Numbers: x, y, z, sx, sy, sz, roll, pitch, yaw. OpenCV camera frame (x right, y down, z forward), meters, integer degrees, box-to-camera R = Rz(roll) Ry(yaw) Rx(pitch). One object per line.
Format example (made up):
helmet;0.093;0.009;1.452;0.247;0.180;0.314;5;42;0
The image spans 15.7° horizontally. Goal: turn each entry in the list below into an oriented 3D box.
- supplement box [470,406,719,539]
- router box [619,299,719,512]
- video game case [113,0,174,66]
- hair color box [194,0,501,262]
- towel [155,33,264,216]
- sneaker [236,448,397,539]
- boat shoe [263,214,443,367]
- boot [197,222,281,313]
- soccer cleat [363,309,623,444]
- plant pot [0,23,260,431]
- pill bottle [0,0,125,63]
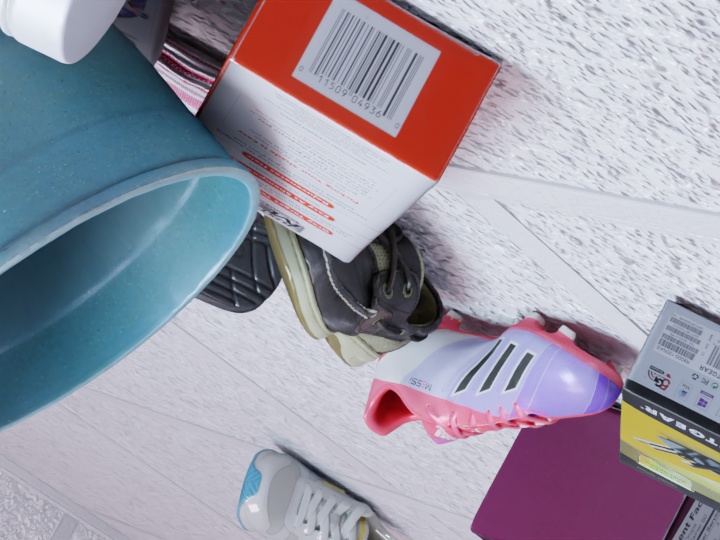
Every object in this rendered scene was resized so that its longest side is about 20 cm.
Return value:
supplement box;0.179;0.167;1.523;0.131;0.104;0.200;19;163;43
router box;0.224;0.099;1.276;0.199;0.052;0.157;26;167;13
video game case;-0.173;-0.165;1.173;0.199;0.018;0.143;29;162;0
hair color box;-0.015;-0.067;1.137;0.101;0.061;0.200;30;166;-5
towel;-0.091;-0.075;1.341;0.146;0.030;0.200;29;167;2
sneaker;-0.037;0.208;2.240;0.080;0.077;0.200;11;165;31
boat shoe;0.000;0.001;1.360;0.066;0.072;0.201;-19;163;7
boot;-0.139;-0.030;1.544;0.200;0.070;0.132;35;172;-6
soccer cleat;0.071;0.066;1.427;0.067;0.077;0.200;36;166;-28
plant pot;-0.175;-0.053;1.125;0.188;0.200;0.200;55;173;14
pill bottle;-0.183;-0.161;1.025;0.199;0.112;0.111;27;167;6
